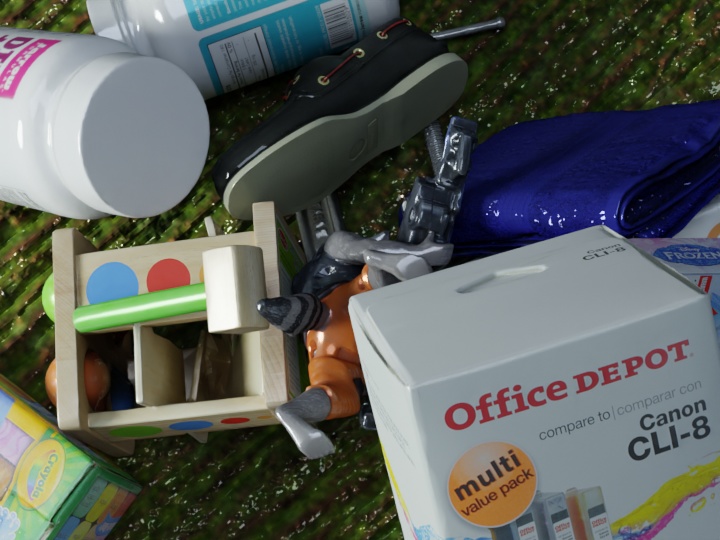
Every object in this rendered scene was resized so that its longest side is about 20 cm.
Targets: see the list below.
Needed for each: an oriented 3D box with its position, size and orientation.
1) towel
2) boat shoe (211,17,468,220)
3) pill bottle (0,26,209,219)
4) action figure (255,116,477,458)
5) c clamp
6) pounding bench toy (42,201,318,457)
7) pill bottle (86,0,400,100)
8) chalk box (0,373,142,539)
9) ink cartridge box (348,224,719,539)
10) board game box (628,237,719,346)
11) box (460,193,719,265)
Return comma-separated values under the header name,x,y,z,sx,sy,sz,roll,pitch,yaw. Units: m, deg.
name,x,y,z,sx,sy,sz,roll,pitch,yaw
towel,0.133,-0.053,0.874,0.147,0.199,0.050,-34,111,-32
boat shoe,-0.020,-0.099,0.919,0.201,0.074,0.063,-35,65,-28
pill bottle,-0.192,-0.094,0.899,0.199,0.113,0.114,13,72,45
action figure,0.000,0.000,0.823,0.104,0.194,0.201,16,98,-3
c clamp,0.031,-0.074,0.974,0.170,0.027,0.201,-8,74,1
pounding bench toy,-0.119,0.032,0.858,0.155,0.200,0.125,-6,74,5
pill bottle,-0.081,-0.184,0.967,0.199,0.111,0.111,-19,74,-3
chalk box,-0.223,0.143,0.877,0.199,0.124,0.124,35,79,10
ink cartridge box,0.093,0.101,0.687,0.144,0.145,0.201,-17,106,-6
board game box,0.225,0.076,0.821,0.198,0.201,0.041,0,30,-18
box,0.158,0.033,0.879,0.199,0.097,0.125,-22,104,-4
